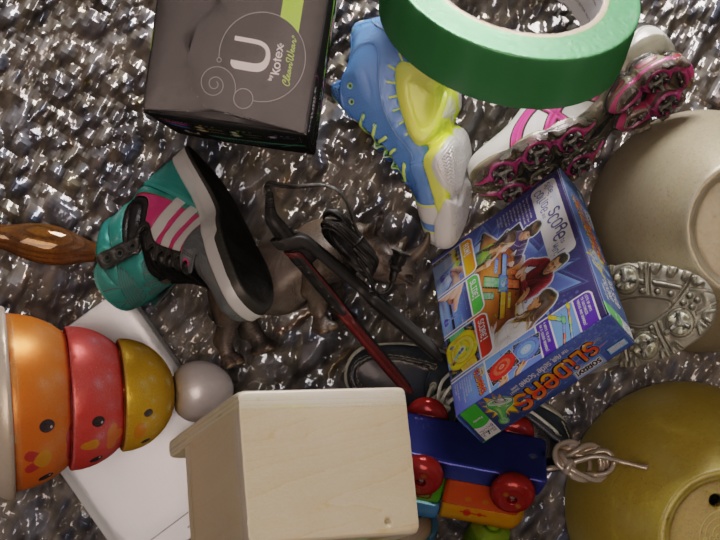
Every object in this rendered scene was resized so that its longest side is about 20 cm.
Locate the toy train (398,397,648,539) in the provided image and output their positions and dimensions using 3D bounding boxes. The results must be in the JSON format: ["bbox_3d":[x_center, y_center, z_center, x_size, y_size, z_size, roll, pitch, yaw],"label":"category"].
[{"bbox_3d":[0.113,0.180,1.043,0.197,0.085,0.117,11,123,0],"label":"toy train"}]

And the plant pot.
[{"bbox_3d":[0.270,0.196,1.058,0.197,0.142,0.203,0,91,-1],"label":"plant pot"}]

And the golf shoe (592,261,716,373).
[{"bbox_3d":[0.194,0.042,1.047,0.198,0.097,0.080,-18,80,37],"label":"golf shoe"}]

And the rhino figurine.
[{"bbox_3d":[-0.036,0.006,1.086,0.198,0.060,0.089,-21,91,10],"label":"rhino figurine"}]

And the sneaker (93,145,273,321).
[{"bbox_3d":[-0.147,-0.004,1.047,0.120,0.201,0.084,-39,129,8],"label":"sneaker"}]

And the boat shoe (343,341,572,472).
[{"bbox_3d":[0.079,0.116,1.096,0.198,0.062,0.076,26,96,1],"label":"boat shoe"}]

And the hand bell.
[{"bbox_3d":[-0.315,-0.031,1.096,0.197,0.104,0.106,11,91,-13],"label":"hand bell"}]

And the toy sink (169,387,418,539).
[{"bbox_3d":[-0.057,0.164,1.005,0.129,0.200,0.114,1,73,-24],"label":"toy sink"}]

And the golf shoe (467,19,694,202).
[{"bbox_3d":[0.168,-0.130,1.095,0.198,0.073,0.093,-32,54,0],"label":"golf shoe"}]

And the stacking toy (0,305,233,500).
[{"bbox_3d":[-0.196,0.096,1.052,0.197,0.146,0.149,-4,91,-16],"label":"stacking toy"}]

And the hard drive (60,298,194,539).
[{"bbox_3d":[-0.191,0.134,1.115,0.131,0.027,0.201,-35,90,0],"label":"hard drive"}]

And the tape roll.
[{"bbox_3d":[0.114,-0.207,1.035,0.197,0.202,0.049,13,135,0],"label":"tape roll"}]

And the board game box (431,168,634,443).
[{"bbox_3d":[0.123,0.021,1.014,0.135,0.201,0.034,-36,119,20],"label":"board game box"}]

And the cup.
[{"bbox_3d":[0.286,-0.032,1.054,0.197,0.143,0.204,0,91,1],"label":"cup"}]

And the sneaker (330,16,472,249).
[{"bbox_3d":[0.033,-0.117,1.098,0.103,0.076,0.203,-3,91,18],"label":"sneaker"}]

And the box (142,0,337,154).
[{"bbox_3d":[-0.084,-0.175,1.023,0.122,0.200,0.151,8,91,0],"label":"box"}]

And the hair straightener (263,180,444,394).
[{"bbox_3d":[0.000,0.000,1.042,0.077,0.041,0.200,-41,102,-1],"label":"hair straightener"}]
